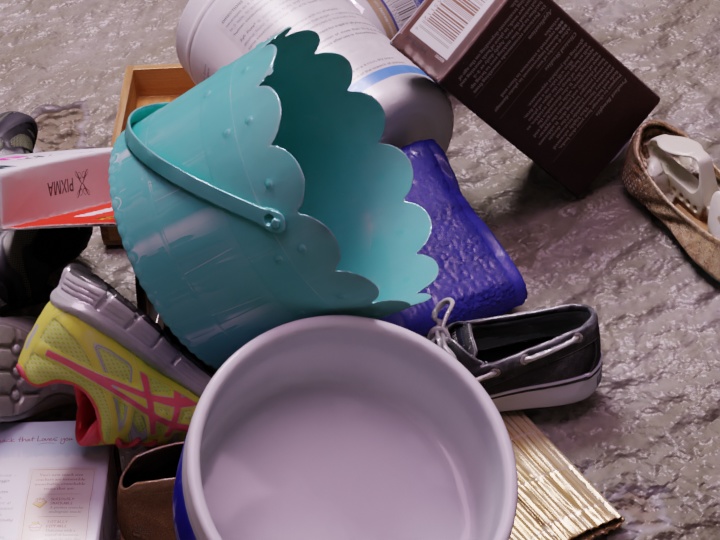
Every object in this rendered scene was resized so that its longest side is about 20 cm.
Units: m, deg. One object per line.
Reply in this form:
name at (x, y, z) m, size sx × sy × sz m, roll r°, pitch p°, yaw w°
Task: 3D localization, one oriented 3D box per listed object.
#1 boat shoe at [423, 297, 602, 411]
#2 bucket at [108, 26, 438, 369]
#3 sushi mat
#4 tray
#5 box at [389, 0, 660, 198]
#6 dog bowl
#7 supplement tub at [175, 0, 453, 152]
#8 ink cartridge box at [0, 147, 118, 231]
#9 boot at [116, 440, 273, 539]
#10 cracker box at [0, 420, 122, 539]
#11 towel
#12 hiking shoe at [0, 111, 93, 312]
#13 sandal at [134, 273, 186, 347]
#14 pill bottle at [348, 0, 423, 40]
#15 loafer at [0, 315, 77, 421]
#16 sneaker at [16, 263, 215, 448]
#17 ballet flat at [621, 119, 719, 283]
boat shoe at (0.063, 0.061, 1.374) m, size 0.199 × 0.068 × 0.074 m, roll -7°, pitch 38°, yaw 0°
bucket at (-0.057, -0.041, 1.322) m, size 0.135 × 0.207 × 0.207 m, roll -25°, pitch 34°, yaw 19°
sushi mat at (0.079, 0.124, 1.360) m, size 0.095 × 0.012 × 0.200 m, roll -23°, pitch 41°, yaw -19°
tray at (-0.146, -0.095, 1.641) m, size 0.098 × 0.037 × 0.200 m, roll -2°, pitch 40°, yaw 3°
box at (0.124, -0.147, 1.531) m, size 0.100 × 0.200 × 0.075 m, roll -50°, pitch 44°, yaw 5°
dog bowl at (-0.011, 0.133, 1.243) m, size 0.199 × 0.079 × 0.201 m, roll 6°, pitch 61°, yaw -10°
supplement tub at (-0.035, -0.141, 1.584) m, size 0.132 × 0.132 × 0.200 m, roll -27°, pitch 56°, yaw -25°
ink cartridge box at (-0.200, -0.056, 1.401) m, size 0.173 × 0.044 × 0.200 m, roll -4°, pitch 7°, yaw 19°
boot at (-0.055, 0.144, 1.303) m, size 0.199 × 0.076 × 0.074 m, roll -5°, pitch 37°, yaw -2°
cracker box at (-0.224, 0.180, 1.289) m, size 0.133 × 0.058 × 0.200 m, roll -2°, pitch 39°, yaw 2°
towel at (0.000, 0.000, 1.468) m, size 0.200 × 0.050 × 0.148 m, roll -21°, pitch 65°, yaw -22°
hiking shoe at (-0.250, -0.040, 1.567) m, size 0.100 × 0.076 × 0.200 m, roll 5°, pitch 47°, yaw -2°
sandal at (-0.125, 0.033, 1.439) m, size 0.054 × 0.082 × 0.200 m, roll -6°, pitch 40°, yaw 8°
pill bottle at (0.059, -0.221, 1.713) m, size 0.200 × 0.111 × 0.111 m, roll -29°, pitch 44°, yaw -27°
loafer at (-0.231, 0.065, 1.377) m, size 0.070 × 0.070 × 0.200 m, roll 1°, pitch -4°, yaw 36°
sneaker at (-0.140, 0.084, 1.325) m, size 0.090 × 0.200 × 0.078 m, roll -51°, pitch 28°, yaw -6°
ballet flat at (0.255, -0.047, 1.512) m, size 0.070 × 0.065 × 0.200 m, roll -24°, pitch 43°, yaw -22°
